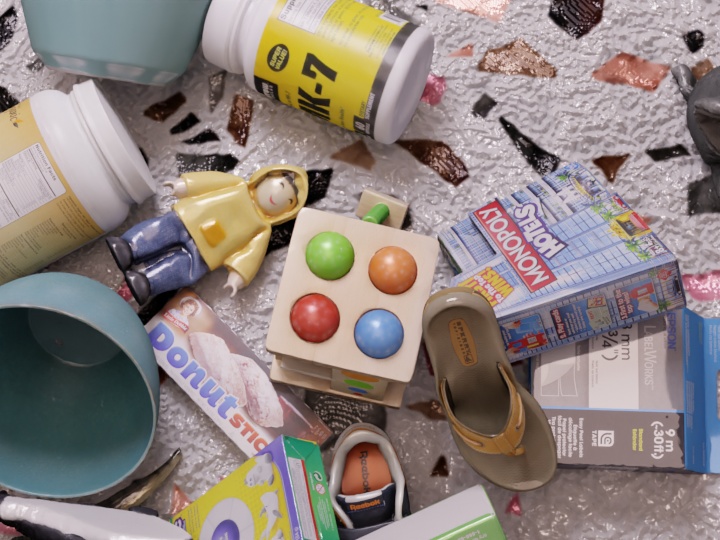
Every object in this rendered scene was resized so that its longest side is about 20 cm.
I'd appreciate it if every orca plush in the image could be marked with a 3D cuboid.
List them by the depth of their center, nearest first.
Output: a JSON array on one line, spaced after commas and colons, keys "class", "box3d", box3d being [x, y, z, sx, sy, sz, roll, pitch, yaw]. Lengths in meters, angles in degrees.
[{"class": "orca plush", "box3d": [-0.239, 0.245, 1.020, 0.198, 0.105, 0.072, 6, 96, 3]}]

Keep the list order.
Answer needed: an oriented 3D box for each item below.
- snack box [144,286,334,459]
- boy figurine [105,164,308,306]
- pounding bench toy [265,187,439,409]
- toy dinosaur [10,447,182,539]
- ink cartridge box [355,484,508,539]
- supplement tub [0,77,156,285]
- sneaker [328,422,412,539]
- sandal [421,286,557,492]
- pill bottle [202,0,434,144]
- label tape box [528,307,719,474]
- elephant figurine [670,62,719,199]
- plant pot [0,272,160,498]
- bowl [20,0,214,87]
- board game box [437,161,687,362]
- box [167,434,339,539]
[{"class": "snack box", "box3d": [-0.118, 0.107, 1.107, 0.072, 0.024, 0.200, -45, 77, -8]}, {"class": "boy figurine", "box3d": [-0.131, -0.037, 1.111, 0.199, 0.064, 0.125, -26, 95, -14]}, {"class": "pounding bench toy", "box3d": [0.000, 0.000, 1.045, 0.123, 0.156, 0.201, 13, 73, 1]}, {"class": "toy dinosaur", "box3d": [-0.235, 0.245, 1.079, 0.199, 0.048, 0.088, -29, 69, -5]}, {"class": "ink cartridge box", "box3d": [0.078, 0.303, 0.977, 0.145, 0.084, 0.201, -24, 98, 0]}, {"class": "supplement tub", "box3d": [-0.305, -0.078, 1.108, 0.199, 0.144, 0.145, -29, 76, -2]}, {"class": "sneaker", "box3d": [0.012, 0.232, 1.039, 0.078, 0.079, 0.201, -14, 77, 1]}, {"class": "sandal", "box3d": [0.103, 0.107, 0.972, 0.080, 0.054, 0.201, -20, 114, 9]}, {"class": "pill bottle", "box3d": [-0.040, -0.207, 1.128, 0.199, 0.114, 0.115, 23, 80, 11]}, {"class": "label tape box", "box3d": [0.248, 0.104, 1.052, 0.198, 0.063, 0.145, 1, 78, 6]}, {"class": "elephant figurine", "box3d": [0.361, -0.146, 1.029, 0.154, 0.200, 0.143, 1, 77, 6]}, {"class": "plant pot", "box3d": [-0.266, 0.081, 1.060, 0.198, 0.135, 0.201, 2, 120, 3]}, {"class": "bowl", "box3d": [-0.233, -0.234, 1.130, 0.199, 0.201, 0.106, 9, 98, 8]}, {"class": "board game box", "box3d": [0.143, -0.001, 1.037, 0.199, 0.062, 0.200, -27, 41, -2]}, {"class": "box", "box3d": [-0.103, 0.237, 1.004, 0.200, 0.048, 0.118, -42, 47, 31]}]
